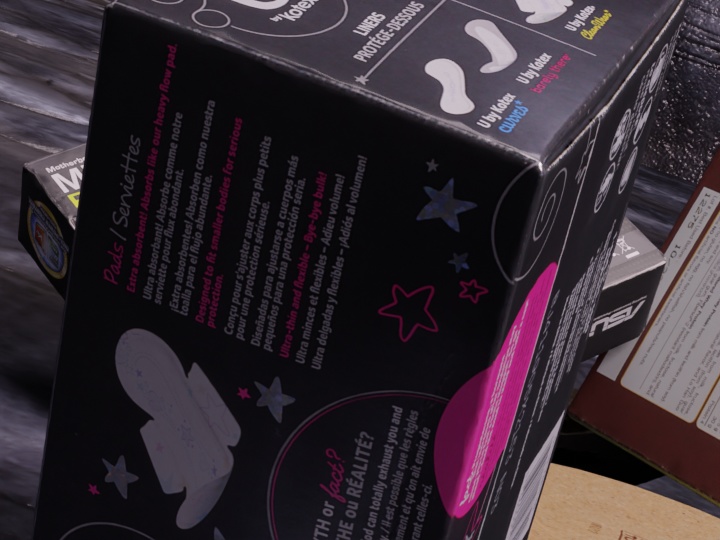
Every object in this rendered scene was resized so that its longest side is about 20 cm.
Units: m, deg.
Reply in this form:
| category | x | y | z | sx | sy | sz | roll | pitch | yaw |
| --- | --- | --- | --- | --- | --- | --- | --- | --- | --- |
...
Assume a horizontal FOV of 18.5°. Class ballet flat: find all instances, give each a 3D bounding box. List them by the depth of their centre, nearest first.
| category | x | y | z | sx | sy | sz | roll | pitch | yaw |
| --- | --- | --- | --- | --- | --- | --- | --- | --- | --- |
| ballet flat | 0.068 | 0.063 | 0.937 | 0.199 | 0.067 | 0.046 | 7 | 53 | -36 |

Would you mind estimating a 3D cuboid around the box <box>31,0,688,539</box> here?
| category | x | y | z | sx | sy | sz | roll | pitch | yaw |
| --- | --- | --- | --- | --- | --- | --- | --- | --- | --- |
| box | -0.005 | 0.011 | 0.590 | 0.114 | 0.201 | 0.132 | 22 | 33 | 13 |

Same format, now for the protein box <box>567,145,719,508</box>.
| category | x | y | z | sx | sy | sz | roll | pitch | yaw |
| --- | --- | --- | --- | --- | --- | --- | --- | --- | --- |
| protein box | 0.234 | 0.070 | 0.881 | 0.198 | 0.135 | 0.200 | 30 | 0 | -41 |

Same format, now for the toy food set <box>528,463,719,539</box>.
| category | x | y | z | sx | sy | sz | roll | pitch | yaw |
| --- | --- | --- | --- | --- | --- | --- | --- | --- | --- |
| toy food set | 0.090 | 0.114 | 0.748 | 0.197 | 0.049 | 0.200 | 18 | 10 | -7 |

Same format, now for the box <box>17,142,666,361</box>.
| category | x | y | z | sx | sy | sz | roll | pitch | yaw |
| --- | --- | --- | --- | --- | --- | --- | --- | --- | --- |
| box | -0.007 | -0.008 | 0.857 | 0.200 | 0.044 | 0.160 | -22 | 52 | -30 |
